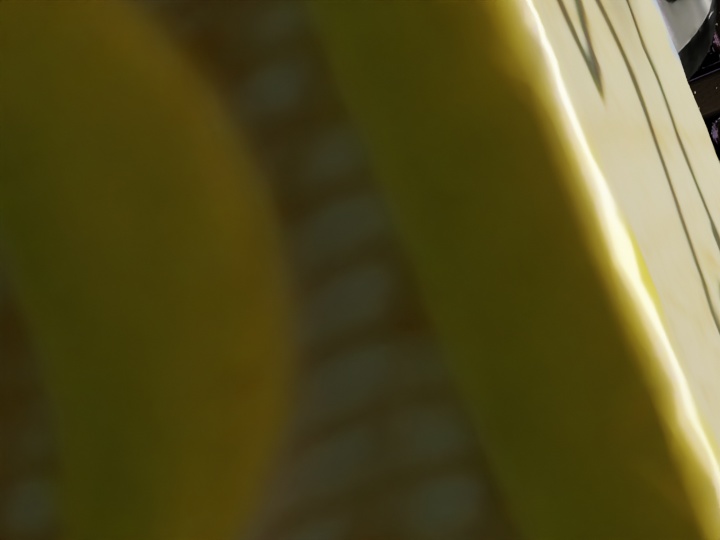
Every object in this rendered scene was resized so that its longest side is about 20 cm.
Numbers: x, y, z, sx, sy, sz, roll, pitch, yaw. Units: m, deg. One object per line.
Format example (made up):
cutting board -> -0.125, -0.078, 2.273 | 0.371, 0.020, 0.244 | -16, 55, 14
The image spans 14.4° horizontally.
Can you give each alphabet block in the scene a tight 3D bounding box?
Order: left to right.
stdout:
alphabet block -> -0.047, 0.003, 0.443 | 0.196, 0.196, 0.200 | 66, 11, 0

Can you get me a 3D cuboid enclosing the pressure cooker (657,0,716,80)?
pressure cooker -> 0.040, -0.153, 1.192 | 0.176, 0.179, 0.200 | 16, -42, 58
